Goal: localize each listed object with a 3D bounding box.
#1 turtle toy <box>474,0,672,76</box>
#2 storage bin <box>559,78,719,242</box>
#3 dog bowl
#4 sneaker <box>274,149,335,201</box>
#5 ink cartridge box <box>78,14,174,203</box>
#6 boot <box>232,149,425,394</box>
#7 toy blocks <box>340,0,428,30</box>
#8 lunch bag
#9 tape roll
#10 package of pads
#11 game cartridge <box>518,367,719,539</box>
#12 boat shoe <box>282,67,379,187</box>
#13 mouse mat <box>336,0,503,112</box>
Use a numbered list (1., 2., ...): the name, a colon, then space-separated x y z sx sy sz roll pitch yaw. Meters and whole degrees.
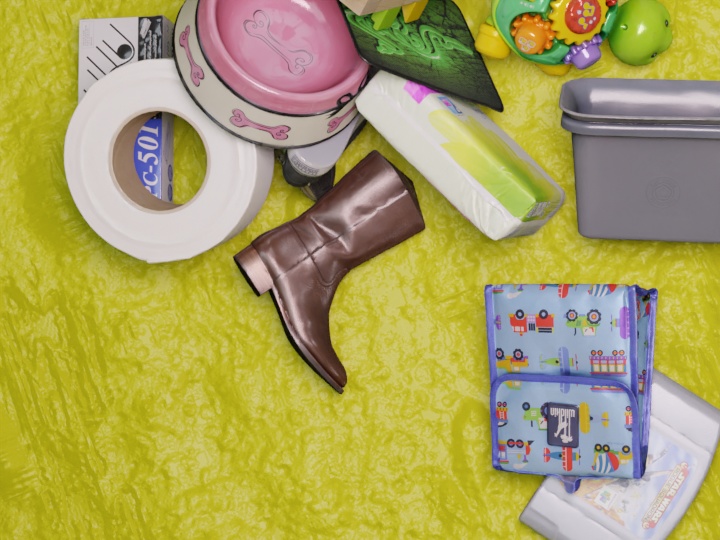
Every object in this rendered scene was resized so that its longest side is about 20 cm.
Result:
1. turtle toy: 0.215 -0.256 1.532 0.200 0.101 0.146 11 106 -28
2. storage bin: 0.292 -0.107 1.510 0.200 0.146 0.134 3 113 8
3. dog bowl: -0.075 -0.221 1.493 0.200 0.074 0.200 7 68 -17
4. sneaker: -0.101 -0.150 1.616 0.089 0.077 0.200 -36 86 39
5. ink cartridge box: -0.246 -0.164 1.638 0.094 0.044 0.200 -1 85 10
6. boot: 0.000 0.000 1.581 0.200 0.064 0.186 -35 101 -10
7. toy blocks: 0.001 -0.308 1.463 0.137 0.200 0.100 41 124 16
8. lunch bag: 0.203 0.114 1.509 0.150 0.094 0.200 -1 87 24
9. tape roll: -0.190 -0.110 1.553 0.202 0.071 0.203 2 99 11
10. package of pads: 0.102 -0.115 1.527 0.200 0.155 0.068 46 106 12
11. game cartridge: 0.264 0.198 1.534 0.133 0.042 0.200 32 90 14
12. boat shoe: -0.022 -0.163 1.571 0.069 0.057 0.200 37 56 -4
13. mouse mat: 0.051 -0.234 1.515 0.008 0.200 0.161 -44 51 33
